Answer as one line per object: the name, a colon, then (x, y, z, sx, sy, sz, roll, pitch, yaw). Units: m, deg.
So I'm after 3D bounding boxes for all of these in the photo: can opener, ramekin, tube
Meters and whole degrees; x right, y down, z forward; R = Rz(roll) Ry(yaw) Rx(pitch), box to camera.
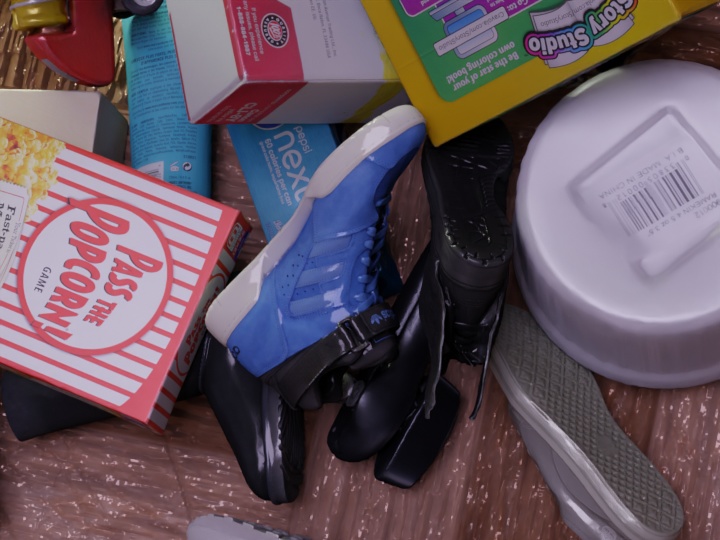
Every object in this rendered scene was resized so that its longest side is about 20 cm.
can opener: (0.037, 0.039, 1.687, 0.063, 0.079, 0.201, 8, 73, 56)
ramekin: (0.190, -0.035, 1.622, 0.200, 0.098, 0.201, -3, 73, 8)
tube: (-0.130, -0.109, 1.769, 0.077, 0.050, 0.201, -7, 70, 13)

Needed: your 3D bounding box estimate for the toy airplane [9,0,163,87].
toy airplane: (-0.235, -0.233, 1.730, 0.141, 0.200, 0.199, -28, 57, -14)

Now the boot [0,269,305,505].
boot: (-0.141, 0.086, 1.713, 0.199, 0.066, 0.165, -8, 68, 11)

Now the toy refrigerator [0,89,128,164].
toy refrigerator: (-0.266, -0.079, 1.786, 0.199, 0.070, 0.076, 2, 74, 14)

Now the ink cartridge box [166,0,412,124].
ink cartridge box: (-0.019, -0.173, 1.674, 0.199, 0.083, 0.146, -2, 72, -31)

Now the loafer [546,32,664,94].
loafer: (0.152, -0.153, 1.631, 0.072, 0.200, 0.063, 1, 66, -26)

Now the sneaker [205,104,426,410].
sneaker: (0.000, 0.000, 1.615, 0.111, 0.077, 0.200, 44, 107, 13)

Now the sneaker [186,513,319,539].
sneaker: (-0.029, 0.215, 1.653, 0.199, 0.076, 0.081, 21, 93, 20)

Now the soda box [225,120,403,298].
soda box: (-0.039, -0.069, 1.722, 0.068, 0.064, 0.201, -23, 73, 9)

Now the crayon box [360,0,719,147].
crayon box: (0.091, -0.194, 1.567, 0.200, 0.058, 0.173, -26, 93, 39)

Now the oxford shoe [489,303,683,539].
oxford shoe: (0.128, 0.105, 1.638, 0.200, 0.075, 0.058, 55, 134, 24)

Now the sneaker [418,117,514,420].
sneaker: (0.063, -0.007, 1.626, 0.060, 0.104, 0.200, 6, 38, -5)

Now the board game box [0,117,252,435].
board game box: (-0.192, -0.001, 1.686, 0.199, 0.046, 0.152, 21, 80, 13)
